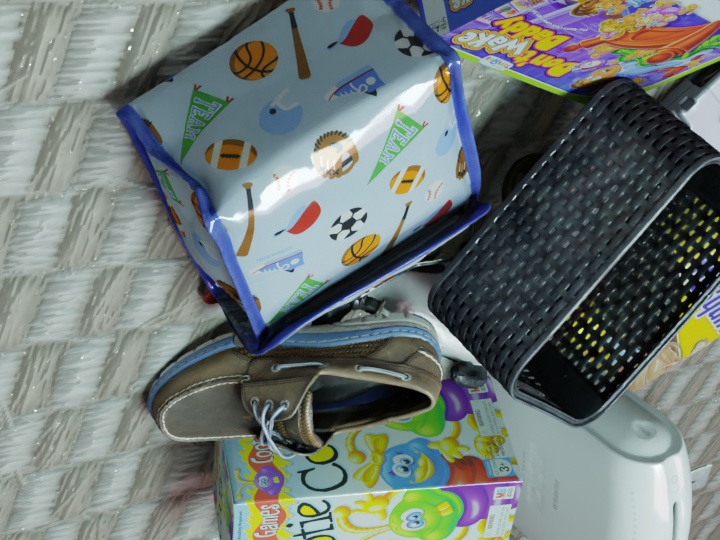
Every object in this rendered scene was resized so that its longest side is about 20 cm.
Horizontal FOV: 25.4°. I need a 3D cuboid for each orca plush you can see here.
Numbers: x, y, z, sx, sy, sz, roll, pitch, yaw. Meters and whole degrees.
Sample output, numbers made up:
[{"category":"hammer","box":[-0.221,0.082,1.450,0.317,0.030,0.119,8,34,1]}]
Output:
[{"category":"orca plush","box":[0.041,0.039,1.138,0.200,0.106,0.071,-3,168,-39]}]

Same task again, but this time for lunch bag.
[{"category":"lunch bag","box":[-0.021,-0.046,0.918,0.170,0.124,0.200,-32,150,-11]}]

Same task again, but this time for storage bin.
[{"category":"storage bin","box":[0.158,-0.008,1.049,0.200,0.094,0.135,-49,145,9]}]

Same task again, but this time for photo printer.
[{"category":"photo printer","box":[0.167,0.151,1.214,0.069,0.200,0.167,-24,133,-29]}]

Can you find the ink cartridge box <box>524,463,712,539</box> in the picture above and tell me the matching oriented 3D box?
[{"category":"ink cartridge box","box":[0.233,0.204,1.473,0.173,0.044,0.200,-24,164,4]}]

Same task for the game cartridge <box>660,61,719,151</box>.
[{"category":"game cartridge","box":[0.328,-0.136,1.184,0.200,0.040,0.133,-42,114,5]}]

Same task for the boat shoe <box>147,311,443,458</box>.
[{"category":"boat shoe","box":[-0.044,0.080,1.046,0.199,0.072,0.072,-15,128,5]}]

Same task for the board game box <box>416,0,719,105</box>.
[{"category":"board game box","box":[0.146,-0.159,0.961,0.134,0.045,0.200,-22,160,35]}]

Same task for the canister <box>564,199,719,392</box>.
[{"category":"canister","box":[0.241,0.016,1.285,0.200,0.087,0.149,-31,139,-9]}]

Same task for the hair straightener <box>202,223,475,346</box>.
[{"category":"hair straightener","box":[0.000,0.000,1.042,0.200,0.077,0.041,-27,162,-23]}]

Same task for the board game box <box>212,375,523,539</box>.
[{"category":"board game box","box":[0.000,0.151,1.132,0.199,0.103,0.105,-3,133,-11]}]

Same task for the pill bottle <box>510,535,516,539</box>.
[{"category":"pill bottle","box":[0.098,0.357,1.550,0.200,0.112,0.112,-41,148,4]}]

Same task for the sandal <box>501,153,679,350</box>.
[{"category":"sandal","box":[0.165,-0.015,1.170,0.200,0.055,0.082,36,75,-29]}]
